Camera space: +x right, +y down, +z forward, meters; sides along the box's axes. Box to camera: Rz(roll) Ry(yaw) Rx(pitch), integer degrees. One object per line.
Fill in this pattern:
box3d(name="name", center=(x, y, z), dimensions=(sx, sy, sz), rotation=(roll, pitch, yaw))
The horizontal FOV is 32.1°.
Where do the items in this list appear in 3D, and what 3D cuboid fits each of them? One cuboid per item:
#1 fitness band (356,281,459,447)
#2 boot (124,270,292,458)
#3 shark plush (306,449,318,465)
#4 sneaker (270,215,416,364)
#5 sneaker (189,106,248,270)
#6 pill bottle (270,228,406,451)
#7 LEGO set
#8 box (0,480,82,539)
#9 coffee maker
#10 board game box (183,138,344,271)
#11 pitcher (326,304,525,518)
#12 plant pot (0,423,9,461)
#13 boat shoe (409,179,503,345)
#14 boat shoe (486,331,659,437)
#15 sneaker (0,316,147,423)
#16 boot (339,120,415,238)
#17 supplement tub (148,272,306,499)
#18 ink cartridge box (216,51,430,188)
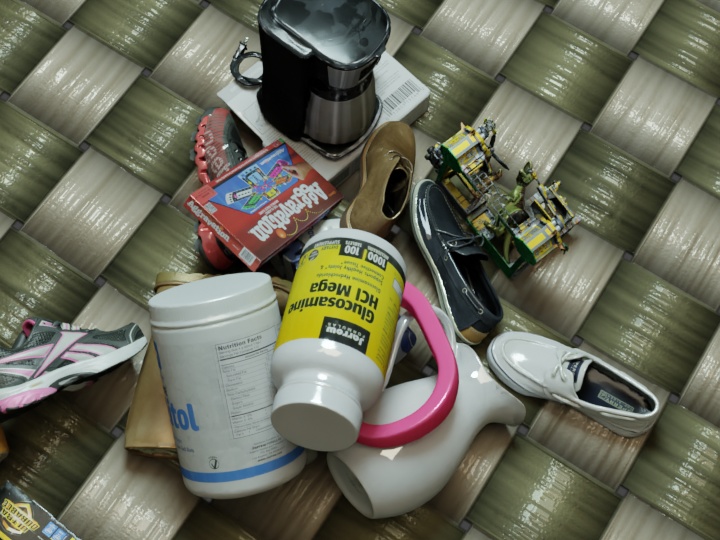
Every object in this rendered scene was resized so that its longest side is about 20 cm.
box3d(name="fitness band", center=(0.020, 0.088, 1.284), dimensions=(0.142, 0.038, 0.201), rotation=(-22, 51, -2))
box3d(name="boot", center=(-0.159, 0.106, 1.372), dimensions=(0.173, 0.066, 0.202), rotation=(1, 67, 7))
box3d(name="shark plush", center=(-0.093, 0.113, 1.328), dimensions=(0.083, 0.091, 0.200), rotation=(-36, 110, 7))
box3d(name="sneaker", center=(-0.001, 0.000, 1.411), dimensions=(0.199, 0.081, 0.115), rotation=(40, 73, 17))
box3d(name="sneaker", center=(-0.142, -0.103, 1.446), dimensions=(0.097, 0.071, 0.202), rotation=(-15, 66, 20))
box3d(name="pill bottle", center=(-0.024, 0.067, 1.216), dimensions=(0.111, 0.113, 0.201), rotation=(11, 53, 3))
box3d(name="LEGO set", center=(0.178, -0.094, 1.421), dimensions=(0.116, 0.154, 0.200), rotation=(-36, 73, -13))
box3d(name="box", center=(-0.277, 0.292, 1.206), dimensions=(0.159, 0.200, 0.049), rotation=(36, 68, 13))
box3d(name="coffee maker", center=(-0.064, -0.240, 1.402), dimensions=(0.190, 0.200, 0.136), rotation=(13, 66, 2))
box3d(name="board game box", center=(-0.101, -0.076, 1.365), dimensions=(0.103, 0.019, 0.200), rotation=(43, 34, 3))
box3d(name="pitcher", center=(0.051, 0.148, 1.319), dimensions=(0.199, 0.121, 0.172), rotation=(-34, 87, -22))
box3d(name="plant pot", center=(-0.461, 0.142, 1.286), dimensions=(0.199, 0.200, 0.184), rotation=(-32, 86, -15))
box3d(name="boat shoe", center=(0.111, -0.016, 1.418), dimensions=(0.074, 0.062, 0.202), rotation=(5, 61, -48))
box3d(name="boat shoe", center=(0.235, 0.114, 1.374), dimensions=(0.198, 0.065, 0.074), rotation=(21, 67, 8))
box3d(name="sneaker", center=(-0.313, 0.082, 1.310), dimensions=(0.199, 0.080, 0.087), rotation=(-22, 84, -49))
box3d(name="boot", center=(0.039, -0.108, 1.412), dimensions=(0.073, 0.075, 0.201), rotation=(34, 44, -16))
box3d(name="supplement tub", center=(-0.133, 0.114, 1.259), dimensions=(0.131, 0.132, 0.202), rotation=(-12, 100, -7))
box3d(name="ink cartridge box", center=(-0.044, -0.204, 1.520), dimensions=(0.200, 0.045, 0.176), rotation=(-41, 74, -18))
